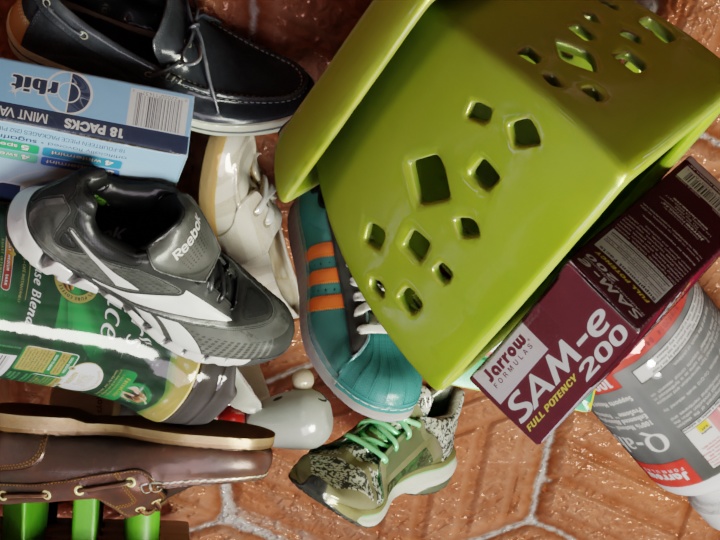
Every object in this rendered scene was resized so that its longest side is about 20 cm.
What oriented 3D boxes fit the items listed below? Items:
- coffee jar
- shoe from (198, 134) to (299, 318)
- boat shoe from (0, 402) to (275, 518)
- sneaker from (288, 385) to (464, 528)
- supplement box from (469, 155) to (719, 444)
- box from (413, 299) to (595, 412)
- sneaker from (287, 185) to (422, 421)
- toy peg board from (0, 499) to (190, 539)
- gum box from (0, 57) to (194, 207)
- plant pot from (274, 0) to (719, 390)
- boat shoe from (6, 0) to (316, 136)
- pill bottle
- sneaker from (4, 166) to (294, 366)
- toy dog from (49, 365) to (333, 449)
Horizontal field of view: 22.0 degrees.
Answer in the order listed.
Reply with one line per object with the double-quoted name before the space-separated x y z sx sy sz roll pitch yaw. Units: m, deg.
"coffee jar" -0.171 0.030 1.188 0.198 0.105 0.085 17 143 -27
"shoe" -0.071 -0.030 1.243 0.053 0.070 0.201 6 143 8
"boat shoe" -0.156 0.131 1.247 0.197 0.070 0.071 3 93 7
"sneaker" 0.017 0.120 1.347 0.076 0.199 0.089 29 111 21
"supplement box" 0.156 0.014 1.123 0.061 0.200 0.109 43 127 9
"box" 0.074 0.043 1.262 0.116 0.200 0.049 12 94 -19
"sneaker" 0.000 0.000 1.186 0.071 0.201 0.080 2 138 -24
"toy peg board" -0.223 0.166 1.372 0.197 0.199 0.099 3 91 -6
"gum box" -0.203 -0.065 1.162 0.168 0.045 0.200 10 157 -11
"plant pot" 0.077 -0.082 1.106 0.181 0.199 0.200 44 125 8
"boat shoe" -0.117 -0.137 1.140 0.198 0.075 0.062 18 136 -12
"pill bottle" 0.228 0.086 1.315 0.115 0.116 0.200 -32 114 24
"sneaker" -0.113 -0.003 1.125 0.199 0.067 0.090 30 145 -24
"toy dog" -0.121 0.072 1.322 0.198 0.132 0.098 3 94 -13
